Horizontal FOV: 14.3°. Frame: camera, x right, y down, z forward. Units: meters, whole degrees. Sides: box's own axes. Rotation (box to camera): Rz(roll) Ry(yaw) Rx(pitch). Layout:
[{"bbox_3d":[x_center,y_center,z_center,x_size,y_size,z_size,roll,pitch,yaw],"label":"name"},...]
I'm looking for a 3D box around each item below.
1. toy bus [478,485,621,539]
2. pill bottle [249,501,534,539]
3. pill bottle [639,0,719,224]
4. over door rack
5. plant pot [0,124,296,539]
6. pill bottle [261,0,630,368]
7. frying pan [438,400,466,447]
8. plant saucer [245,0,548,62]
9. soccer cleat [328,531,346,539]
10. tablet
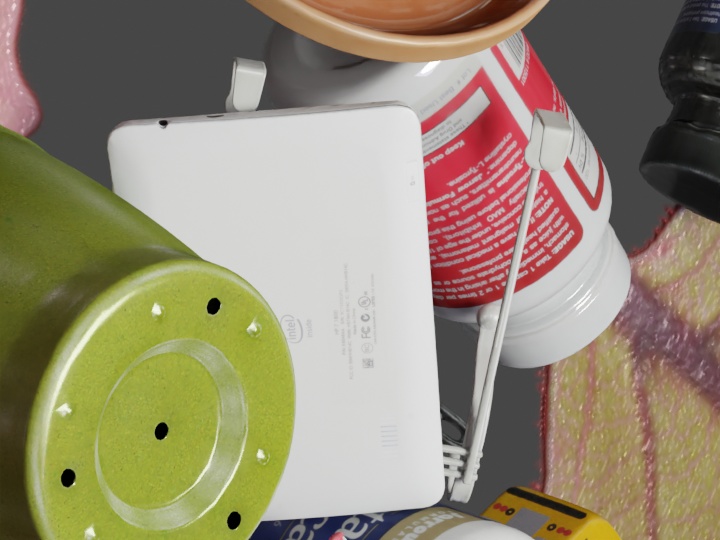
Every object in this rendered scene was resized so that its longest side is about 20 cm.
[{"bbox_3d":[0.119,0.204,1.494,0.078,0.065,0.200,-43,127,-28],"label":"toy bus"},{"bbox_3d":[0.023,0.158,1.295,0.111,0.200,0.112,-13,110,-42],"label":"pill bottle"},{"bbox_3d":[0.220,-0.124,1.477,0.112,0.112,0.201,34,77,-43],"label":"pill bottle"},{"bbox_3d":[0.000,0.000,1.259,0.147,0.067,0.201,9,120,-8],"label":"over door rack"},{"bbox_3d":[-0.133,0.042,1.118,0.200,0.193,0.201,-13,109,-41],"label":"plant pot"},{"bbox_3d":[0.047,-0.049,1.327,0.112,0.112,0.200,-53,131,-21],"label":"pill bottle"},{"bbox_3d":[-0.010,0.054,1.360,0.115,0.031,0.190,-46,125,-24],"label":"frying pan"},{"bbox_3d":[0.000,-0.175,1.232,0.200,0.032,0.201,12,59,-20],"label":"plant saucer"},{"bbox_3d":[-0.100,0.137,1.222,0.199,0.067,0.077,9,86,-8],"label":"soccer cleat"},{"bbox_3d":[-0.034,0.022,1.226,0.130,0.014,0.201,-4,120,1],"label":"tablet"}]
